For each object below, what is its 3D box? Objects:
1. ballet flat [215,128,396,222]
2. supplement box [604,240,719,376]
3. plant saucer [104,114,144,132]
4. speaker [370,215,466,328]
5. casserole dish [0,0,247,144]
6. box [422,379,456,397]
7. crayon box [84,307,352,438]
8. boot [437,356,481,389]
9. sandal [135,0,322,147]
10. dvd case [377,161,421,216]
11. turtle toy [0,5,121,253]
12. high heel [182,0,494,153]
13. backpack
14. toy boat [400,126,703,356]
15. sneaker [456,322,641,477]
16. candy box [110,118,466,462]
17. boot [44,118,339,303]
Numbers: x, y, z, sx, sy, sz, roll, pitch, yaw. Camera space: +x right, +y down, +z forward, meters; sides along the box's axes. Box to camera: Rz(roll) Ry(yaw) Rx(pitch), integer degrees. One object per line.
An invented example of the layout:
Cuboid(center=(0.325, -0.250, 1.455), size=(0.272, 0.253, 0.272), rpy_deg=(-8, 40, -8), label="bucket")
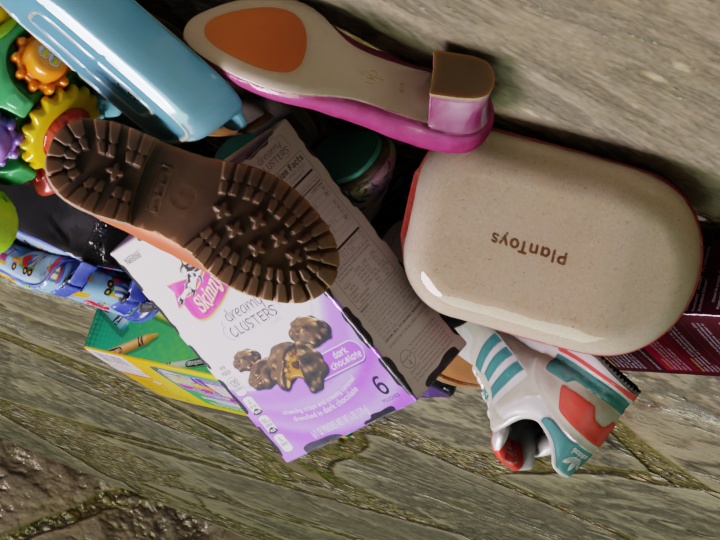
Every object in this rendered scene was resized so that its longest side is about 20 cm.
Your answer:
Cuboid(center=(-0.028, -0.061, 1.628), size=(0.199, 0.069, 0.071), rpy_deg=(4, 136, 52), label="ballet flat")
Cuboid(center=(0.211, 0.026, 1.612), size=(0.199, 0.061, 0.109), rpy_deg=(2, 155, 35), label="supplement box")
Cuboid(center=(-0.229, -0.143, 1.690), size=(0.199, 0.019, 0.070), rpy_deg=(22, 165, -9), label="plant saucer")
Cuboid(center=(0.000, 0.000, 1.665), size=(0.081, 0.082, 0.199), rpy_deg=(29, 163, -37), label="speaker")
Cuboid(center=(-0.157, -0.141, 1.431), size=(0.200, 0.039, 0.121), rpy_deg=(40, 168, -13), label="casserole dish")
Cuboid(center=(-0.023, 0.021, 1.866), size=(0.199, 0.105, 0.148), rpy_deg=(25, 165, -27), label="box")
Cuboid(center=(-0.106, 0.072, 1.830), size=(0.199, 0.059, 0.119), rpy_deg=(10, 164, 33), label="crayon box")
Cuboid(center=(0.094, 0.030, 1.756), size=(0.199, 0.077, 0.155), rpy_deg=(35, 156, -27), label="boot")
Cuboid(center=(-0.111, -0.124, 1.543), size=(0.081, 0.055, 0.199), rpy_deg=(3, 159, 45), label="sandal")
Cuboid(center=(0.109, -0.021, 1.714), size=(0.199, 0.025, 0.150), rpy_deg=(20, 165, -10), label="dvd case")
Cuboid(center=(-0.235, -0.095, 1.537), size=(0.101, 0.201, 0.146), rpy_deg=(39, -174, 30), label="turtle toy")
Cuboid(center=(-0.013, -0.116, 1.439), size=(0.198, 0.068, 0.096), rpy_deg=(6, 157, -2), label="high heel")
Cuboid(center=(-0.178, -0.037, 1.750), size=(0.199, 0.136, 0.182), rpy_deg=(18, -178, -44), label="backpack")
Cuboid(center=(0.132, -0.024, 1.541), size=(0.198, 0.132, 0.131), rpy_deg=(16, -164, 10), label="toy boat")
Cuboid(center=(0.105, 0.084, 1.604), size=(0.070, 0.094, 0.199), rpy_deg=(37, 171, -36), label="sneaker")
Cuboid(center=(-0.052, 0.018, 1.587), size=(0.200, 0.072, 0.167), rpy_deg=(50, 141, -9), label="candy box")
Cuboid(center=(-0.108, -0.040, 1.479), size=(0.199, 0.076, 0.107), rpy_deg=(26, 174, -8), label="boot")
